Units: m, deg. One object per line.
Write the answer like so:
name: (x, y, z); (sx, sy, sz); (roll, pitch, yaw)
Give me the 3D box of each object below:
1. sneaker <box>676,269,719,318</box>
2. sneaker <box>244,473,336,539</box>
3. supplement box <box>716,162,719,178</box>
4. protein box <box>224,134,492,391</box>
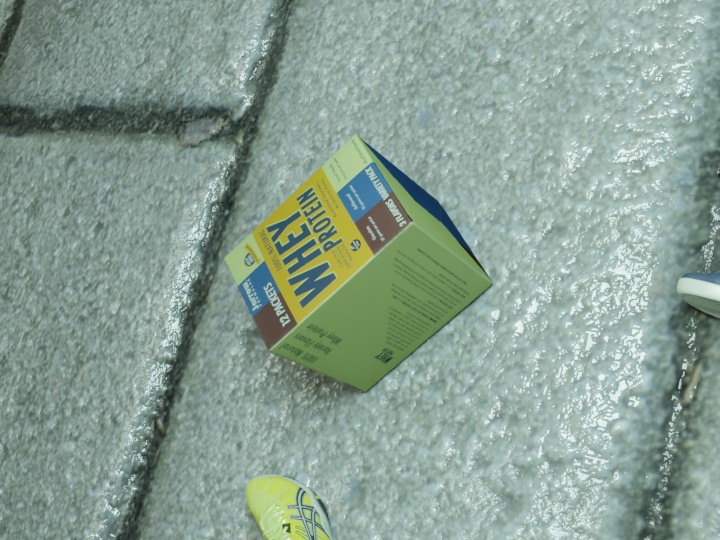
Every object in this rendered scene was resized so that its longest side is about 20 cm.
sneaker: (0.394, 0.005, 0.887); (0.197, 0.075, 0.086); (7, 77, 24)
sneaker: (-0.071, 0.295, 1.078); (0.199, 0.076, 0.076); (40, 97, 38)
supplement box: (0.433, -0.072, 0.865); (0.198, 0.108, 0.062); (20, 84, 37)
protein box: (0.000, 0.000, 1.065); (0.199, 0.198, 0.136); (-41, 55, 14)
